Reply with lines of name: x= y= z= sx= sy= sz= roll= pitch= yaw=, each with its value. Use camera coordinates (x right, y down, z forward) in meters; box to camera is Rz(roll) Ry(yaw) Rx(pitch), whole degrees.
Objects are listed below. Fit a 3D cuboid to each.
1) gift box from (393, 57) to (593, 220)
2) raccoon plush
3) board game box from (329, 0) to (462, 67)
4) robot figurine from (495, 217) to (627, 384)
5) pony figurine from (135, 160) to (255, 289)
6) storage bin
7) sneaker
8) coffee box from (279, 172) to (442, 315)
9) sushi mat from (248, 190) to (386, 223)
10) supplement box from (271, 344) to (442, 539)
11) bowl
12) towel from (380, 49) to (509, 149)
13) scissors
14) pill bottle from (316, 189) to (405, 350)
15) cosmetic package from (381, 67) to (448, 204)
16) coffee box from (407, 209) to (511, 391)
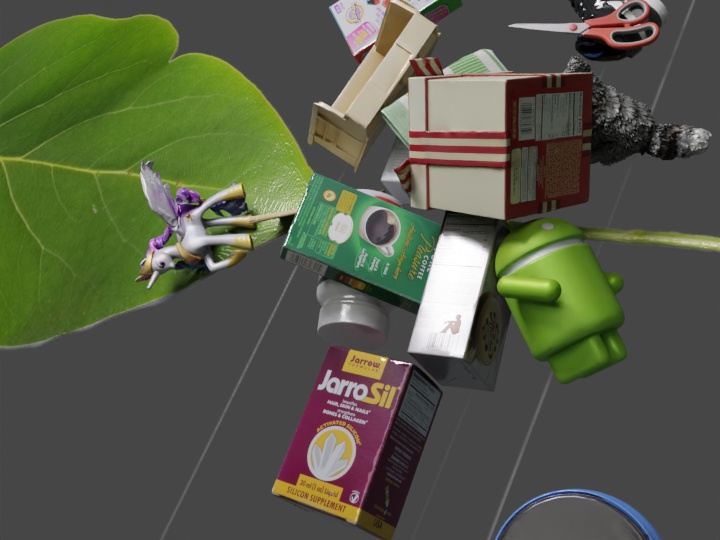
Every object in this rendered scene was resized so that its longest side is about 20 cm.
gift box: x=0.151 y=-0.165 z=0.994 sx=0.186 sy=0.199 sz=0.186 roll=16 pitch=108 yaw=51
raccoon plush: x=0.338 y=-0.213 z=1.041 sx=0.199 sy=0.134 sz=0.097 roll=-2 pitch=61 yaw=29
board game box: x=0.057 y=-0.457 z=1.405 sx=0.199 sy=0.040 sz=0.154 roll=-30 pitch=52 yaw=11
robot figurine: x=0.231 y=0.027 z=0.956 sx=0.116 sy=0.175 sz=0.201 roll=-38 pitch=67 yaw=41
pony figurine: x=-0.276 y=-0.074 z=1.318 sx=0.199 sy=0.167 sz=0.194 roll=-15 pitch=63 yaw=3
storage bin: x=0.017 y=-0.274 z=1.218 sx=0.093 sy=0.199 sz=0.201 roll=34 pitch=80 yaw=0
sneaker: x=0.329 y=-0.372 z=1.179 sx=0.112 sy=0.073 sz=0.200 roll=-46 pitch=52 yaw=-4
coffee box: x=0.008 y=-0.034 z=1.052 sx=0.199 sy=0.044 sz=0.124 roll=21 pitch=62 yaw=-3
sushi mat: x=-0.065 y=-0.097 z=1.241 sx=0.199 sy=0.096 sz=0.012 roll=-9 pitch=95 yaw=25
supplement box: x=0.000 y=0.211 z=1.008 sx=0.130 sy=0.103 sz=0.201 roll=8 pitch=67 yaw=33
bowl: x=0.225 y=0.327 z=0.852 sx=0.200 sy=0.039 sz=0.202 roll=-14 pitch=57 yaw=22
towel: x=0.149 y=-0.214 z=1.141 sx=0.200 sy=0.023 sz=0.153 roll=-37 pitch=84 yaw=-18
scissors: x=0.307 y=-0.330 z=1.126 sx=0.199 sy=0.014 sz=0.074 roll=-6 pitch=75 yaw=15
pill bottle: x=0.000 y=0.000 z=1.124 sx=0.113 sy=0.114 sz=0.201 roll=-7 pitch=60 yaw=26
cosmetic package: x=0.115 y=-0.197 z=1.200 sx=0.101 sy=0.071 sz=0.201 roll=8 pitch=68 yaw=32
coffee box: x=0.137 y=0.036 z=1.026 sx=0.079 sy=0.113 sz=0.201 roll=3 pitch=64 yaw=31
